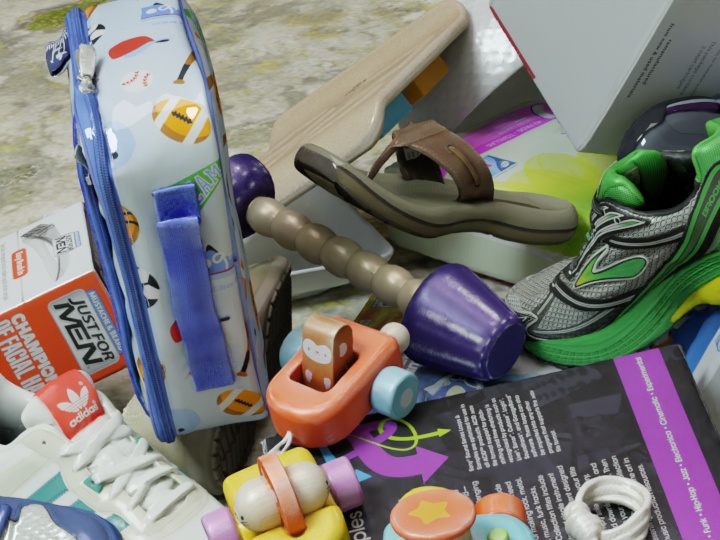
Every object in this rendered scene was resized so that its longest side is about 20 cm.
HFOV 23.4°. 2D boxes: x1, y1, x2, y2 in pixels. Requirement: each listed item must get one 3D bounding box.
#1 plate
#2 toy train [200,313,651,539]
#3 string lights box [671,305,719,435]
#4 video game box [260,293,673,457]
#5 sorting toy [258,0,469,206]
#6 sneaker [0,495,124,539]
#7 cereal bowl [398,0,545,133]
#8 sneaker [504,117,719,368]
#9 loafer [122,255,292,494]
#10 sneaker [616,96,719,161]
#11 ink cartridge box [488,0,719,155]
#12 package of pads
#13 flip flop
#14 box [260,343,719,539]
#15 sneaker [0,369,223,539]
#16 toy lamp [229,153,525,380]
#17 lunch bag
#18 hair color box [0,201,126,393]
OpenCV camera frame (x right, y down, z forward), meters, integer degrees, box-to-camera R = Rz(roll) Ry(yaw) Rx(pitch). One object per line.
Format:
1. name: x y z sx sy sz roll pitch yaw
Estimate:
1. plate: -0.098 -0.013 1.152 0.199 0.032 0.200 -12 23 -14
2. toy train: 0.015 0.078 0.732 0.200 0.056 0.150 24 53 37
3. string lights box: 0.216 0.030 0.895 0.102 0.059 0.200 23 24 -5
4. video game box: 0.065 0.073 0.896 0.182 0.047 0.200 4 25 16
5. sorting toy: -0.021 -0.085 1.118 0.185 0.037 0.200 -32 14 32
6. sneaker: -0.201 0.123 0.762 0.199 0.088 0.075 -2 55 21
7. cereal bowl: 0.103 -0.156 1.230 0.200 0.200 0.083 -27 75 -41
8. sneaker: 0.137 -0.018 0.847 0.200 0.085 0.078 -34 18 46
9. loafer: -0.081 0.048 0.949 0.068 0.076 0.200 5 25 9
10. sneaker: 0.242 -0.041 1.006 0.200 0.075 0.088 16 19 -32
11. ink cartridge box: 0.213 -0.161 1.059 0.199 0.145 0.146 4 42 -31
12. package of pads: 0.138 -0.045 1.123 0.200 0.068 0.154 20 34 41
13. flip flop: 0.047 -0.053 0.963 0.200 0.058 0.081 7 16 -38
14. box: 0.062 0.109 0.752 0.199 0.036 0.143 -12 39 -1
15. sneaker: -0.123 0.100 0.812 0.199 0.094 0.070 14 30 39
16. toy lamp: 0.000 0.000 0.921 0.200 0.058 0.058 29 39 35
17. lunch bag: -0.093 -0.027 0.824 0.075 0.200 0.160 -12 36 -4
18. hair color box: -0.223 0.046 0.938 0.200 0.064 0.111 -26 24 -1
